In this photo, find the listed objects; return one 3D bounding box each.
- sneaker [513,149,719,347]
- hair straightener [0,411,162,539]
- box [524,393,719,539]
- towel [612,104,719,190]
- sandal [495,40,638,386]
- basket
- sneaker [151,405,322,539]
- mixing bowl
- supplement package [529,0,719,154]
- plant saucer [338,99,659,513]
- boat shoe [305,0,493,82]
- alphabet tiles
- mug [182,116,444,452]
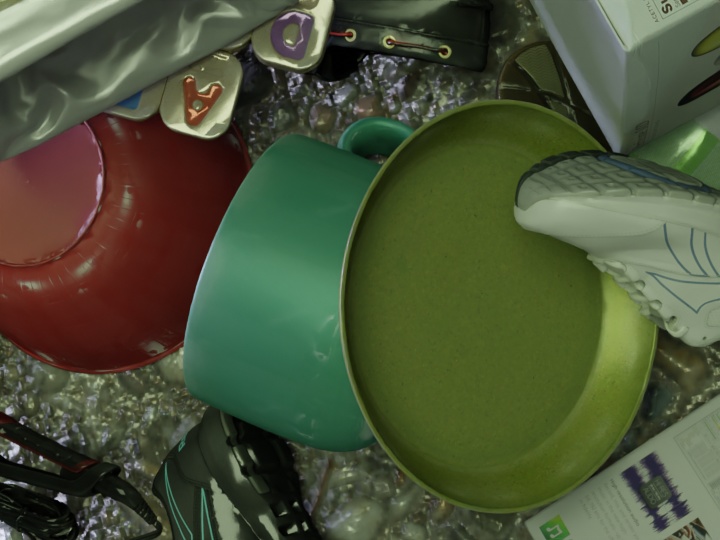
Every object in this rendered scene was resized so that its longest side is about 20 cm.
[{"bbox_3d":[0.161,-0.005,0.764,0.198,0.075,0.088,13,105,-25],"label":"sneaker"},{"bbox_3d":[-0.206,0.128,0.907,0.198,0.041,0.078,20,89,18],"label":"hair straightener"},{"bbox_3d":[0.202,0.139,0.787,0.199,0.036,0.145,-35,56,9],"label":"box"},{"bbox_3d":[0.229,-0.121,0.836,0.149,0.031,0.201,40,94,16],"label":"towel"},{"bbox_3d":[0.103,-0.022,0.842,0.081,0.055,0.202,-6,84,-7],"label":"sandal"},{"bbox_3d":[-0.144,-0.157,0.760,0.199,0.136,0.124,-29,84,-2],"label":"basket"},{"bbox_3d":[-0.051,0.175,0.861,0.079,0.075,0.201,-35,70,22],"label":"sneaker"},{"bbox_3d":[-0.171,-0.042,0.890,0.198,0.108,0.202,-2,84,15],"label":"mixing bowl"},{"bbox_3d":[0.178,-0.182,0.734,0.199,0.191,0.148,-28,77,4],"label":"supplement package"},{"bbox_3d":[0.066,0.017,0.760,0.031,0.199,0.202,0,81,56],"label":"plant saucer"},{"bbox_3d":[-0.022,-0.141,0.880,0.199,0.074,0.064,3,96,20],"label":"boat shoe"},{"bbox_3d":[-0.106,-0.179,0.835,0.198,0.015,0.197,16,87,2],"label":"alphabet tiles"},{"bbox_3d":[-0.004,0.003,0.818,0.114,0.152,0.187,22,89,13],"label":"mug"}]
